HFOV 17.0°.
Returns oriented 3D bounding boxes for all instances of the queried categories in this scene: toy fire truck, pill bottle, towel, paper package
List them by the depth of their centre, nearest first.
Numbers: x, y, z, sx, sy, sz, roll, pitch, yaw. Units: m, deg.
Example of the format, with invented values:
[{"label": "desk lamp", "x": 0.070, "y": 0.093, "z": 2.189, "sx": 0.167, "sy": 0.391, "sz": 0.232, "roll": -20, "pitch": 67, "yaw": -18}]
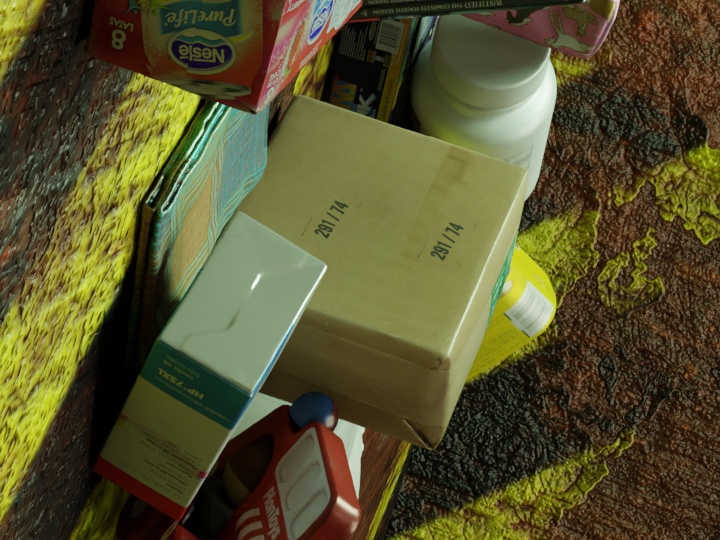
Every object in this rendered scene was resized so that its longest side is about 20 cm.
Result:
[{"label": "towel", "x": -0.095, "y": -0.051, "z": 1.495, "sx": 0.147, "sy": 0.022, "sz": 0.200, "roll": 101, "pitch": 11, "yaw": -46}, {"label": "toy fire truck", "x": -0.067, "y": 0.165, "z": 1.586, "sx": 0.168, "sy": 0.112, "sz": 0.200, "roll": -46, "pitch": -159, "yaw": 14}, {"label": "paper package", "x": 0.000, "y": 0.000, "z": 1.667, "sx": 0.104, "sy": 0.190, "sz": 0.200, "roll": 102, "pitch": 9, "yaw": -46}, {"label": "pill bottle", "x": 0.094, "y": -0.130, "z": 1.894, "sx": 0.200, "sy": 0.114, "sz": 0.114, "roll": 95, "pitch": 16, "yaw": -64}]

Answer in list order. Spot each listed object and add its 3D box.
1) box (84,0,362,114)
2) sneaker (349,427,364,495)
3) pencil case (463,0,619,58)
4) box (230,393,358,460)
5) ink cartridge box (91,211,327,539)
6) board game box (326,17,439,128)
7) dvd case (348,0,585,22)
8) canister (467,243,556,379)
[{"label": "box", "x": -0.054, "y": -0.164, "z": 1.201, "sx": 0.200, "sy": 0.095, "sz": 0.100, "roll": -56, "pitch": 163, "yaw": -63}, {"label": "sneaker", "x": -0.013, "y": 0.103, "z": 1.959, "sx": 0.088, "sy": 0.075, "sz": 0.200, "roll": -8, "pitch": 93, "yaw": -45}, {"label": "pencil case", "x": 0.093, "y": -0.225, "z": 1.760, "sx": 0.083, "sy": 0.200, "sz": 0.087, "roll": -145, "pitch": -105, "yaw": -87}, {"label": "box", "x": -0.082, "y": 0.169, "z": 1.821, "sx": 0.200, "sy": 0.106, "sz": 0.152, "roll": -56, "pitch": 163, "yaw": -60}, {"label": "ink cartridge box", "x": -0.100, "y": 0.071, "z": 1.484, "sx": 0.116, "sy": 0.067, "sz": 0.200, "roll": -60, "pitch": -179, "yaw": -39}, {"label": "board game box", "x": 0.020, "y": -0.168, "z": 1.919, "sx": 0.165, "sy": 0.057, "sz": 0.200, "roll": -65, "pitch": 171, "yaw": -51}, {"label": "dvd case", "x": 0.063, "y": -0.194, "z": 1.632, "sx": 0.146, "sy": 0.200, "sz": 0.022, "roll": -50, "pitch": 136, "yaw": -68}, {"label": "canister", "x": 0.049, "y": 0.003, "z": 1.914, "sx": 0.200, "sy": 0.148, "sz": 0.087, "roll": 42, "pitch": 22, "yaw": -45}]
